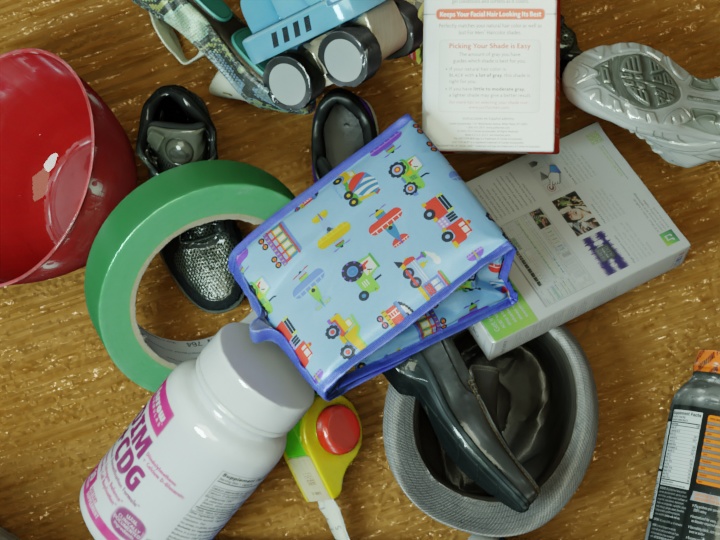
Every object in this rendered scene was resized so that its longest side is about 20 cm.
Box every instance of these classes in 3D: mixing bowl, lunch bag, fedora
[{"bbox_3d":[-0.260,-0.073,1.497,0.199,0.108,0.202,-10,72,34],"label":"mixing bowl"},{"bbox_3d":[0.000,0.000,1.394,0.199,0.094,0.151,-31,62,-11],"label":"lunch bag"},{"bbox_3d":[0.107,0.125,1.491,0.175,0.090,0.202,11,76,1],"label":"fedora"}]

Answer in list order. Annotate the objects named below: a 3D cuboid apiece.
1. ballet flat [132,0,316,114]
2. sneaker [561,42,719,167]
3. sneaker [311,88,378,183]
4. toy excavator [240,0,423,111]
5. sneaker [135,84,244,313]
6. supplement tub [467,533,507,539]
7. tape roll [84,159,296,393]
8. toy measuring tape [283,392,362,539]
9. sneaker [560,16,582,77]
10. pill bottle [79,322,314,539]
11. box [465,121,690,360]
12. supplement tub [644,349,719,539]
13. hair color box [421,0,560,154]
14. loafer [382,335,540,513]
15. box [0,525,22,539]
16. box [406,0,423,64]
[{"bbox_3d":[-0.122,-0.192,1.551,0.074,0.074,0.200,-43,81,-3],"label":"ballet flat"},{"bbox_3d":[0.256,-0.126,1.504,0.198,0.099,0.078,14,61,-10],"label":"sneaker"},{"bbox_3d":[-0.010,-0.058,1.508,0.069,0.100,0.202,-11,83,3],"label":"sneaker"},{"bbox_3d":[-0.070,-0.237,1.477,0.194,0.100,0.201,-18,101,39],"label":"toy excavator"},{"bbox_3d":[-0.146,-0.062,1.509,0.076,0.114,0.201,-11,86,2],"label":"sneaker"},{"bbox_3d":[0.153,0.313,1.442,0.199,0.145,0.146,25,85,4],"label":"supplement tub"},{"bbox_3d":[-0.126,0.009,1.471,0.199,0.048,0.202,-12,124,-19],"label":"tape roll"},{"bbox_3d":[-0.017,0.170,1.512,0.073,0.074,0.201,-26,100,-1],"label":"toy measuring tape"},{"bbox_3d":[0.141,-0.237,1.530,0.113,0.076,0.201,11,88,1],"label":"sneaker"},{"bbox_3d":[-0.131,0.144,1.450,0.113,0.113,0.200,42,114,6],"label":"pill bottle"},{"bbox_3d":[0.153,-0.027,1.485,0.199,0.036,0.145,-24,63,-19],"label":"box"},{"bbox_3d":[0.304,0.173,1.463,0.122,0.123,0.202,13,85,3],"label":"supplement tub"},{"bbox_3d":[0.108,-0.196,1.458,0.110,0.064,0.202,1,93,10],"label":"hair color box"},{"bbox_3d":[0.083,0.099,1.413,0.072,0.073,0.200,-35,78,-12],"label":"loafer"},{"bbox_3d":[-0.319,0.299,1.434,0.198,0.200,0.172,32,84,4],"label":"box"},{"bbox_3d":[-0.022,-0.254,1.544,0.199,0.075,0.050,30,87,3],"label":"box"}]
